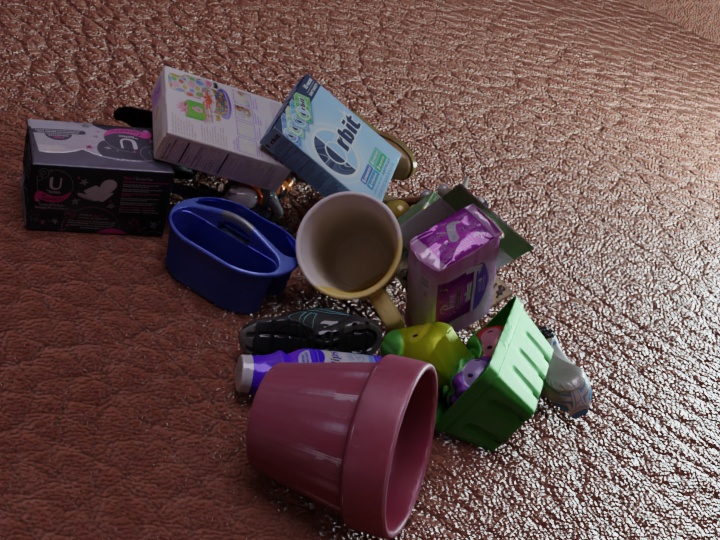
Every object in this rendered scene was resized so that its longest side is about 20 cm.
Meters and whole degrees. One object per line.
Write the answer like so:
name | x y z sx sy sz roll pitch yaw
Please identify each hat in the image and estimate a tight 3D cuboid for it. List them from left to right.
hat | -0.299 -0.191 1.706 0.200 0.081 0.201 12 -8 2

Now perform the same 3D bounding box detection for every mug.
mug | -0.008 -0.005 1.547 0.149 0.188 0.153 1 -9 7

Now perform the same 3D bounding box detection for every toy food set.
toy food set | 0.065 -0.105 1.707 0.199 0.061 0.144 -5 28 19

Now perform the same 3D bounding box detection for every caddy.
caddy | -0.181 -0.032 1.524 0.200 0.105 0.141 30 35 16

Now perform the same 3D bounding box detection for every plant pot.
plant pot | -0.023 0.185 1.227 0.178 0.201 0.200 10 30 17

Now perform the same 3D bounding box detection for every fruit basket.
fruit basket | 0.136 0.119 1.441 0.215 0.156 0.216 26 36 -20

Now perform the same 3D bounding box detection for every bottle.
bottle | -0.057 0.139 1.371 0.199 0.065 0.084 8 35 -16

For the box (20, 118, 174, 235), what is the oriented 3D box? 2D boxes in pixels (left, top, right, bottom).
box | -0.384 -0.138 1.571 0.199 0.115 0.132 3 36 -23

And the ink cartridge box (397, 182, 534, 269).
ink cartridge box | 0.148 -0.054 1.556 0.145 0.200 0.048 39 54 -11

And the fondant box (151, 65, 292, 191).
fondant box | -0.207 -0.210 1.610 0.199 0.058 0.145 15 45 -29

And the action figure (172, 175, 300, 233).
action figure | -0.187 -0.139 1.689 0.199 0.105 0.194 18 24 -2

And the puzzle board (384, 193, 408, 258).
puzzle board | 0.024 -0.075 1.773 0.150 0.017 0.200 23 34 5

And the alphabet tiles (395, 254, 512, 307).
alphabet tiles | 0.135 -0.010 1.677 0.167 0.008 0.200 -28 60 -25

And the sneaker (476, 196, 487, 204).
sneaker | 0.150 -0.078 1.786 0.083 0.072 0.200 25 33 7

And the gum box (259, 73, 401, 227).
gum box | -0.041 -0.185 1.650 0.200 0.045 0.170 39 39 -14

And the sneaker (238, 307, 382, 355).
sneaker | -0.073 0.089 1.452 0.199 0.076 0.079 2 16 -25

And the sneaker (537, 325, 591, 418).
sneaker | 0.269 0.142 1.545 0.072 0.073 0.200 -17 27 -6

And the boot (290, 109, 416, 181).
boot | -0.024 -0.179 1.756 0.175 0.066 0.200 35 35 15

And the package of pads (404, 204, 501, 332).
package of pads | 0.125 0.013 1.504 0.120 0.200 0.076 -31 59 -20
